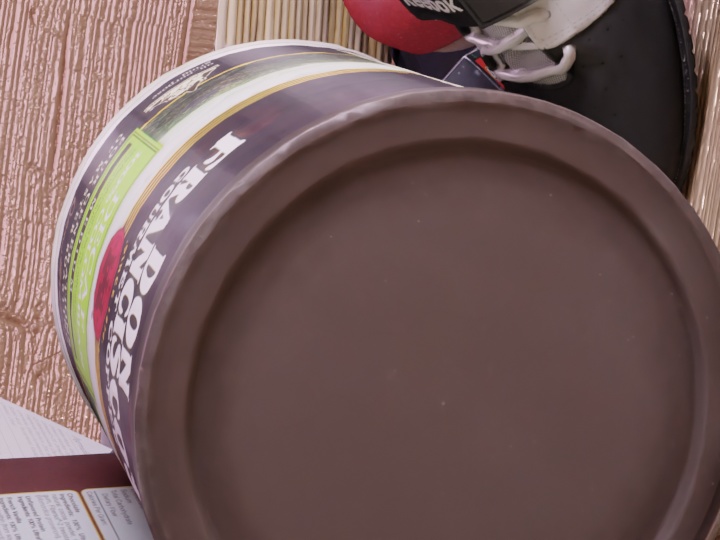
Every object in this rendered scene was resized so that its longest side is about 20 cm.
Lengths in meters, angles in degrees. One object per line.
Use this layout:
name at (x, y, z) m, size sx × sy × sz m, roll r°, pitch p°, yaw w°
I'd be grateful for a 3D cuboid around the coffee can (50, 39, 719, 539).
coffee can at (-0.001, 0.018, 0.611) m, size 0.200 × 0.145 × 0.148 m, roll -146°, pitch 64°, yaw -74°

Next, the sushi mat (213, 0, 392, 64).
sushi mat at (-0.012, -0.166, 0.859) m, size 0.012 × 0.095 × 0.202 m, roll 14°, pitch 103°, yaw 45°

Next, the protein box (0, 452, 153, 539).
protein box at (-0.054, 0.174, 0.730) m, size 0.135 × 0.198 × 0.200 m, roll -128°, pitch 43°, yaw -56°

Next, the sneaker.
sneaker at (0.030, -0.099, 0.647) m, size 0.074 × 0.088 × 0.202 m, roll -9°, pitch 104°, yaw 51°

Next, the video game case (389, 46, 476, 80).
video game case at (0.048, -0.172, 0.864) m, size 0.201 × 0.019 × 0.144 m, roll -59°, pitch 41°, yaw 41°

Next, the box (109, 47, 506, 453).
box at (0.000, 0.000, 0.807) m, size 0.200 × 0.038 × 0.137 m, roll -48°, pitch -4°, yaw 19°

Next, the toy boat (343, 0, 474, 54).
toy boat at (0.021, -0.156, 0.756) m, size 0.200 × 0.130 × 0.132 m, roll -26°, pitch 64°, yaw 58°

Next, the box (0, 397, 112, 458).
box at (-0.120, 0.130, 0.830) m, size 0.125 × 0.199 × 0.097 m, roll -59°, pitch 28°, yaw 8°

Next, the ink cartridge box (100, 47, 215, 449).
ink cartridge box at (-0.050, -0.012, 0.952) m, size 0.201 × 0.043 × 0.199 m, roll 97°, pitch -162°, yaw -46°
